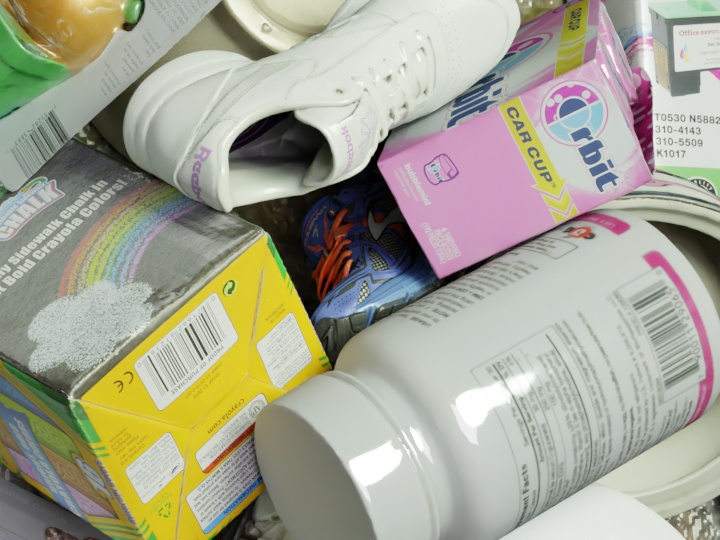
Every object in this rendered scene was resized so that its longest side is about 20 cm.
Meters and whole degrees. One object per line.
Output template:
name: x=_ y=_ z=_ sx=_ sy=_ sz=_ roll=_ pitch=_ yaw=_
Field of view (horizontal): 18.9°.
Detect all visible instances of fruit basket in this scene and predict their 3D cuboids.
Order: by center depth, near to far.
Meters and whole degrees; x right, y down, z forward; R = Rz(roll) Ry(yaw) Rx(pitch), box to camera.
fruit basket: x=-0.141 y=-0.167 z=1.039 sx=0.200 sy=0.094 sz=0.185 roll=-40 pitch=70 yaw=8

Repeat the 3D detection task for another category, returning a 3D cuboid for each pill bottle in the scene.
pill bottle: x=0.059 y=0.060 z=0.990 sx=0.200 sy=0.113 sz=0.114 roll=-27 pitch=92 yaw=-27

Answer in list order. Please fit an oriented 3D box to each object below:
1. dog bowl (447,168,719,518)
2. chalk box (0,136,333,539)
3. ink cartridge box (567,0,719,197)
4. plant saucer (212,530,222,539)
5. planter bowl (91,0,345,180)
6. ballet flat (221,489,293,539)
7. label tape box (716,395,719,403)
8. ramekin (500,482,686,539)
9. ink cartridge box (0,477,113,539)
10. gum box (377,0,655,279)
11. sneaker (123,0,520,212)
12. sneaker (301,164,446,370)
dog bowl: x=0.131 y=0.033 z=1.135 sx=0.200 sy=0.074 sz=0.200 roll=-2 pitch=120 yaw=-4
chalk box: x=-0.128 y=0.030 z=1.028 sx=0.124 sy=0.200 sz=0.124 roll=-42 pitch=132 yaw=-22
ink cartridge box: x=0.201 y=-0.102 z=1.231 sx=0.145 sy=0.084 sz=0.200 roll=2 pitch=80 yaw=-23
plant saucer: x=-0.017 y=0.144 z=1.100 sx=0.200 sy=0.037 sz=0.200 roll=15 pitch=61 yaw=-29
planter bowl: x=-0.045 y=-0.146 z=1.106 sx=0.200 sy=0.135 sz=0.201 roll=4 pitch=80 yaw=-22
ballet flat: x=-0.037 y=0.147 z=1.017 sx=0.068 sy=0.068 sz=0.200 roll=35 pitch=53 yaw=-17
label tape box: x=0.300 y=0.093 z=1.249 sx=0.200 sy=0.063 sz=0.144 roll=-29 pitch=93 yaw=-33
ramekin: x=0.089 y=0.197 z=1.046 sx=0.200 sy=0.098 sz=0.201 roll=12 pitch=59 yaw=-21
ink cartridge box: x=-0.137 y=0.200 z=1.013 sx=0.162 sy=0.200 sz=0.057 roll=31 pitch=113 yaw=-21
gum box: x=0.083 y=-0.075 z=1.090 sx=0.113 sy=0.200 sz=0.066 roll=-25 pitch=103 yaw=14
sneaker: x=-0.003 y=-0.075 z=0.995 sx=0.200 sy=0.100 sz=0.075 roll=-25 pitch=126 yaw=-20
sneaker: x=0.000 y=0.000 z=1.100 sx=0.078 sy=0.200 sz=0.075 roll=31 pitch=111 yaw=2
